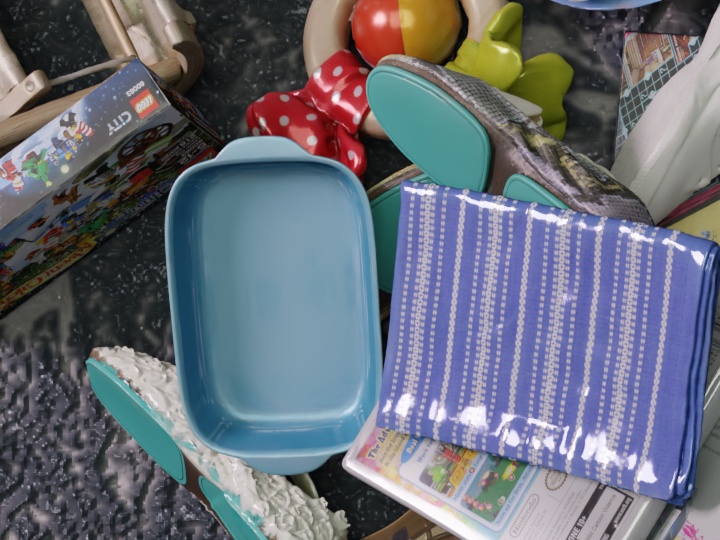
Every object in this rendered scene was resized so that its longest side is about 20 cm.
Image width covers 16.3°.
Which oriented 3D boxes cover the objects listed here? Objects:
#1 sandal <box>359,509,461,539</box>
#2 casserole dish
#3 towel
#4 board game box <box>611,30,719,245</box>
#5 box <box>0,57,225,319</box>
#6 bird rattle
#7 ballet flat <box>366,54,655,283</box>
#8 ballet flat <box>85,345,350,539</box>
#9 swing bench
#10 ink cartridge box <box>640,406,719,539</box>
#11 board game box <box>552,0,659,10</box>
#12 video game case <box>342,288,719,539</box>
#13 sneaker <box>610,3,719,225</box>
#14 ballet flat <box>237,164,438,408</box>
[{"bbox_3d":[0.054,0.171,1.467,0.200,0.054,0.080,-31,54,32],"label":"sandal"},{"bbox_3d":[-0.047,0.018,1.455,0.121,0.039,0.200,-3,104,6],"label":"casserole dish"},{"bbox_3d":[0.098,0.037,1.353,0.200,0.024,0.145,12,102,32],"label":"towel"},{"bbox_3d":[0.214,-0.038,1.489,0.135,0.035,0.200,5,84,11],"label":"board game box"},{"bbox_3d":[-0.184,-0.040,1.513,0.200,0.137,0.038,-36,76,5],"label":"box"},{"bbox_3d":[0.025,-0.122,1.525,0.200,0.113,0.163,-11,69,22],"label":"bird rattle"},{"bbox_3d":[0.090,-0.058,1.410,0.200,0.072,0.072,42,92,26],"label":"ballet flat"},{"bbox_3d":[-0.082,0.111,1.514,0.072,0.072,0.200,-45,70,2],"label":"ballet flat"},{"bbox_3d":[-0.218,-0.169,1.545,0.200,0.130,0.199,-26,78,1],"label":"swing bench"},{"bbox_3d":[0.217,0.171,1.380,0.145,0.145,0.200,33,90,-21],"label":"ink cartridge box"},{"bbox_3d":[0.173,-0.233,1.508,0.158,0.039,0.200,-8,61,27],"label":"board game box"},{"bbox_3d":[0.109,0.065,1.400,0.182,0.024,0.200,28,84,34],"label":"video game case"},{"bbox_3d":[0.218,-0.086,1.447,0.088,0.075,0.200,34,97,-12],"label":"sneaker"},{"bbox_3d":[0.000,0.000,1.499,0.071,0.071,0.200,46,105,13],"label":"ballet flat"}]
